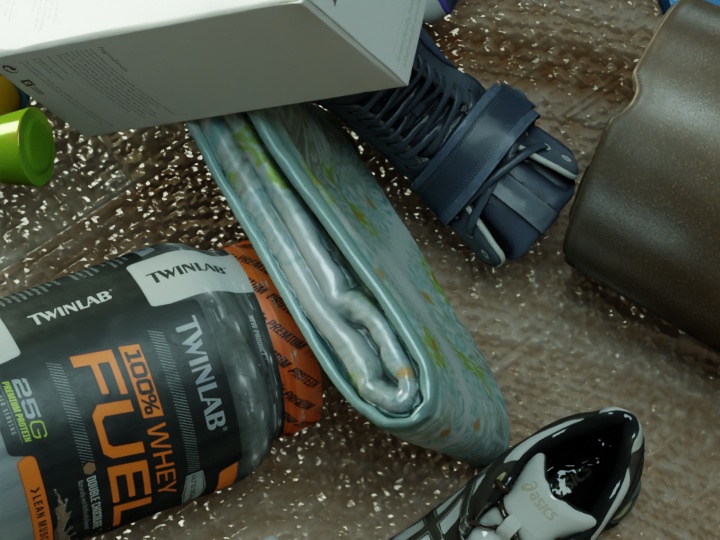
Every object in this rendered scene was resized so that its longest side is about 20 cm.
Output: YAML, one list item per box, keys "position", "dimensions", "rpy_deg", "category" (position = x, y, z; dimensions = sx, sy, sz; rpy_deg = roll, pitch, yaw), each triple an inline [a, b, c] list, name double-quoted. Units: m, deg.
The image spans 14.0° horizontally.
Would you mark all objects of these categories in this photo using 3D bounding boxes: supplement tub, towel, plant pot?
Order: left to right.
- position: [-0.127, 0.062, 1.390]
  dimensions: [0.199, 0.123, 0.123]
  rpy_deg: [-21, 71, -18]
  category: "supplement tub"
- position: [0.000, 0.000, 1.418]
  dimensions: [0.048, 0.171, 0.200]
  rpy_deg: [-34, 73, 11]
  category: "towel"
- position: [0.220, -0.032, 1.466]
  dimensions: [0.198, 0.200, 0.201]
  rpy_deg: [26, 64, 11]
  category: "plant pot"

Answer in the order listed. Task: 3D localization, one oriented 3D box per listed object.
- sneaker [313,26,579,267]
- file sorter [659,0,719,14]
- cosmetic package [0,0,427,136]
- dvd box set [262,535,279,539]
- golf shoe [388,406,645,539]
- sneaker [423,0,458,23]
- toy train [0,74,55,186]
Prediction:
- position: [0.040, -0.073, 1.447]
  dimensions: [0.146, 0.202, 0.077]
  rpy_deg: [44, 95, 7]
  category: "sneaker"
- position: [0.226, -0.221, 1.581]
  dimensions: [0.138, 0.123, 0.201]
  rpy_deg: [-12, 69, -14]
  category: "file sorter"
- position: [-0.068, -0.135, 1.338]
  dimensions: [0.199, 0.085, 0.108]
  rpy_deg: [-4, 61, 38]
  category: "cosmetic package"
- position: [-0.056, 0.215, 1.333]
  dimensions: [0.146, 0.029, 0.200]
  rpy_deg: [-21, 42, -18]
  category: "dvd box set"
- position: [0.061, 0.132, 1.409]
  dimensions: [0.078, 0.095, 0.200]
  rpy_deg: [42, 67, 9]
  category: "golf shoe"
- position: [0.085, -0.228, 1.546]
  dimensions: [0.146, 0.081, 0.201]
  rpy_deg: [-12, 51, 18]
  category: "sneaker"
- position: [-0.200, -0.053, 1.406]
  dimensions: [0.115, 0.085, 0.200]
  rpy_deg: [0, 44, 23]
  category: "toy train"
